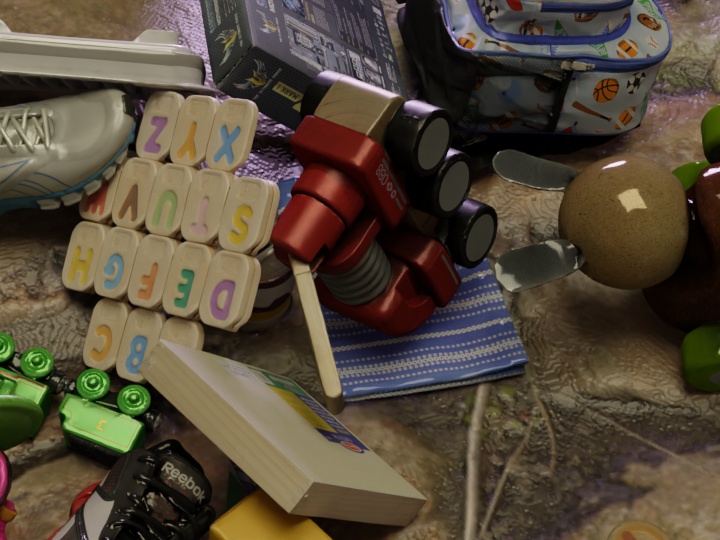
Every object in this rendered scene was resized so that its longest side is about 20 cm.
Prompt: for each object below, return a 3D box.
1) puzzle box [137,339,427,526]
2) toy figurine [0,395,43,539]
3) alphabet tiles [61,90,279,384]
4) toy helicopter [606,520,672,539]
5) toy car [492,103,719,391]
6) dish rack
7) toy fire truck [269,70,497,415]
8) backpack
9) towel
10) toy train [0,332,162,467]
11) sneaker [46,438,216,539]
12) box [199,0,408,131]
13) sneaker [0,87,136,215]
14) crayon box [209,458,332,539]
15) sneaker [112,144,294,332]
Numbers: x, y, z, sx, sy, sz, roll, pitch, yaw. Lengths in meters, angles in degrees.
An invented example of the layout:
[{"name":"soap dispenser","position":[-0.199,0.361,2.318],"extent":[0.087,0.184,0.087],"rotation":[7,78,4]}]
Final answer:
[{"name":"puzzle box","position":[-0.043,0.105,1.158],"extent":[0.133,0.200,0.025],"rotation":[40,96,23]},{"name":"toy figurine","position":[-0.253,0.193,1.079],"extent":[0.199,0.150,0.185],"rotation":[-24,66,12]},{"name":"alphabet tiles","position":[-0.130,-0.022,1.241],"extent":[0.015,0.196,0.200],"rotation":[16,-3,-43]},{"name":"toy helicopter","position":[0.205,0.237,1.147],"extent":[0.132,0.079,0.200],"rotation":[-6,49,-13]},{"name":"toy car","position":[0.187,-0.023,1.291],"extent":[0.199,0.158,0.165],"rotation":[5,60,-9]},{"name":"dish rack","position":[-0.203,-0.150,1.350],"extent":[0.199,0.172,0.044],"rotation":[3,92,-4]},{"name":"toy fire truck","position":[0.000,0.000,1.227],"extent":[0.128,0.176,0.200],"rotation":[23,70,31]},{"name":"backpack","position":[0.139,-0.185,1.432],"extent":[0.190,0.154,0.200],"rotation":[8,44,-21]},{"name":"towel","position":[0.027,0.000,1.345],"extent":[0.144,0.024,0.200],"rotation":[-8,53,-13]},{"name":"toy train","position":[-0.229,0.078,1.240],"extent":[0.199,0.042,0.057],"rotation":[20,62,8]},{"name":"sneaker","position":[-0.135,0.156,1.097],"extent":[0.071,0.098,0.200],"rotation":[45,14,-7]},{"name":"box","position":[-0.045,-0.180,1.400],"extent":[0.157,0.051,0.200],"rotation":[27,33,-34]},{"name":"sneaker","position":[-0.250,-0.081,1.282],"extent":[0.199,0.087,0.075],"rotation":[-21,58,13]},{"name":"crayon box","position":[-0.029,0.212,1.101],"extent":[0.052,0.126,0.200],"rotation":[-35,63,-29]},{"name":"sneaker","position":[-0.121,-0.047,1.319],"extent":[0.200,0.090,0.075],"rotation":[36,55,20]}]
